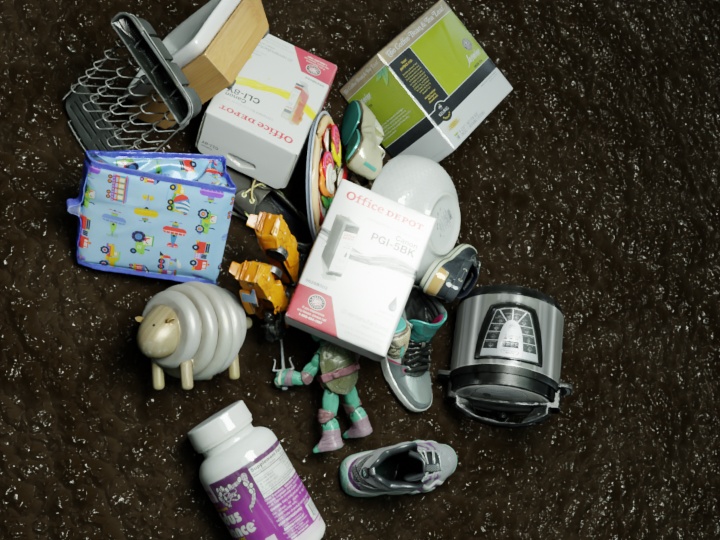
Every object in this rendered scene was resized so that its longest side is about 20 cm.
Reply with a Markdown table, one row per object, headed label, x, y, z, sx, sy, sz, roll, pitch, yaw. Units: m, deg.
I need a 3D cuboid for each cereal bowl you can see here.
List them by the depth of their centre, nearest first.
| label | x | y | z | sx | sy | sz | roll | pitch | yaw |
| --- | --- | --- | --- | --- | --- | --- | --- | --- | --- |
| cereal bowl | 0.095 | -0.075 | 1.291 | 0.199 | 0.082 | 0.203 | -14 | 108 | -50 |

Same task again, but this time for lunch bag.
| label | x | y | z | sx | sy | sz | roll | pitch | yaw |
| --- | --- | --- | --- | --- | --- | --- | --- | --- | --- |
| lunch bag | -0.275 | -0.069 | 1.078 | 0.197 | 0.152 | 0.094 | 3 | 33 | -24 |

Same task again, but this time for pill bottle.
| label | x | y | z | sx | sy | sz | roll | pitch | yaw |
| --- | --- | --- | --- | --- | --- | --- | --- | --- | --- |
| pill bottle | -0.137 | 0.274 | 1.072 | 0.112 | 0.112 | 0.202 | -30 | 90 | -34 |

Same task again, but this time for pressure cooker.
| label | x | y | z | sx | sy | sz | roll | pitch | yaw |
| --- | --- | --- | --- | --- | --- | --- | --- | --- | --- |
| pressure cooker | 0.227 | 0.143 | 1.298 | 0.177 | 0.175 | 0.203 | 25 | 64 | -30 |

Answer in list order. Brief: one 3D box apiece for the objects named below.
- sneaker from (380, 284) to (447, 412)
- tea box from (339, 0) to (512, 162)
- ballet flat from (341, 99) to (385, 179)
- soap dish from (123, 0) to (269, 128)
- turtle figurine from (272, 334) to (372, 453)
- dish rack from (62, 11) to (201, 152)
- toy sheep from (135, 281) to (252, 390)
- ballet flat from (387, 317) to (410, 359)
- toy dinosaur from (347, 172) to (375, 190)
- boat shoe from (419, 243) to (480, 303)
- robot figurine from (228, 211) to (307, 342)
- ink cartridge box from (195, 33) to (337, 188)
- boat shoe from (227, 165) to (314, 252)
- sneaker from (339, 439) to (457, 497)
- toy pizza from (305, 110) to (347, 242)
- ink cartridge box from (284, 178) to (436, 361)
| label | x | y | z | sx | sy | sz | roll | pitch | yaw |
| --- | --- | --- | --- | --- | --- | --- | --- | --- | --- |
| sneaker | 0.086 | 0.107 | 1.256 | 0.083 | 0.120 | 0.203 | -14 | 82 | -33 |
| tea box | 0.111 | -0.302 | 1.398 | 0.197 | 0.133 | 0.200 | 50 | 56 | -8 |
| ballet flat | 0.007 | -0.201 | 1.303 | 0.069 | 0.070 | 0.201 | 30 | 29 | -19 |
| soap dish | -0.223 | -0.289 | 1.150 | 0.081 | 0.199 | 0.159 | 44 | 49 | -26 |
| turtle figurine | -0.046 | 0.144 | 1.183 | 0.148 | 0.100 | 0.203 | -13 | 89 | -27 |
| dish rack | -0.305 | -0.213 | 1.083 | 0.154 | 0.199 | 0.054 | 56 | 27 | 0 |
| toy sheep | -0.211 | 0.080 | 1.086 | 0.199 | 0.137 | 0.140 | -3 | 73 | -62 |
| ballet flat | 0.006 | 0.059 | 1.240 | 0.067 | 0.076 | 0.200 | -21 | 47 | -23 |
| toy dinosaur | 0.028 | -0.099 | 1.313 | 0.101 | 0.058 | 0.203 | 16 | 59 | -61 |
| boat shoe | 0.149 | 0.008 | 1.288 | 0.062 | 0.075 | 0.200 | 33 | 20 | 13 |
| robot figurine | -0.119 | 0.010 | 1.141 | 0.057 | 0.201 | 0.147 | 13 | 67 | 11 |
| ink cartridge box | -0.134 | -0.238 | 1.223 | 0.144 | 0.084 | 0.202 | 24 | 53 | -6 |
| boat shoe | -0.145 | -0.099 | 1.220 | 0.201 | 0.060 | 0.072 | 42 | 58 | -13 |
| sneaker | 0.083 | 0.279 | 1.185 | 0.198 | 0.140 | 0.079 | -5 | 76 | -32 |
| toy pizza | -0.044 | -0.130 | 1.227 | 0.031 | 0.201 | 0.203 | 2 | 68 | 9 |
| ink cartridge box | 0.000 | 0.000 | 1.128 | 0.145 | 0.083 | 0.202 | 21 | 79 | -1 |
